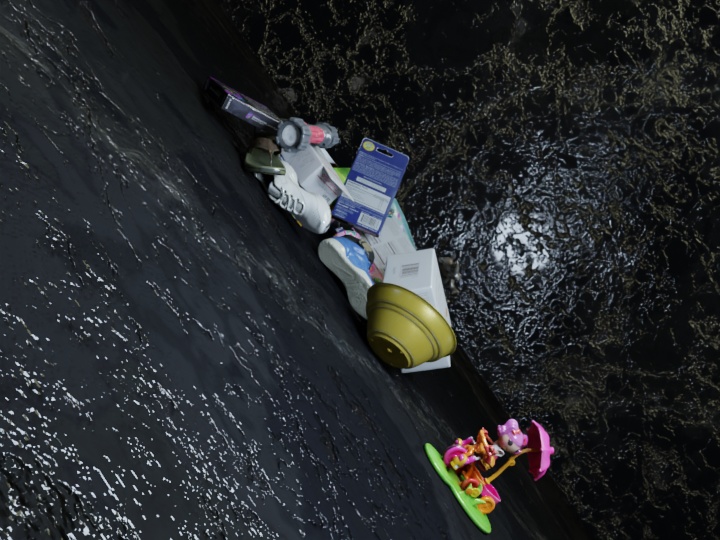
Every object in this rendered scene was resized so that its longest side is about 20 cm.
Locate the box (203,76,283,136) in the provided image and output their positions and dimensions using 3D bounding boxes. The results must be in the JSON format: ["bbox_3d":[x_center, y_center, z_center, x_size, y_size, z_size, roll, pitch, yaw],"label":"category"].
[{"bbox_3d":[-0.236,-0.332,1.568,0.142,0.036,0.200,24,11,-29],"label":"box"}]

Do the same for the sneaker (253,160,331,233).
[{"bbox_3d":[-0.138,-0.140,1.509,0.200,0.075,0.087,43,25,23],"label":"sneaker"}]

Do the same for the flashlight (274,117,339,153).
[{"bbox_3d":[-0.099,-0.268,1.536,0.200,0.067,0.069,-19,90,-67],"label":"flashlight"}]

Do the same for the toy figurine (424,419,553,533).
[{"bbox_3d":[0.235,0.318,1.319,0.201,0.183,0.150,50,7,-23],"label":"toy figurine"}]

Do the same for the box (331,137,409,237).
[{"bbox_3d":[0.023,-0.189,1.749,0.120,0.202,0.032,23,-13,0],"label":"box"}]

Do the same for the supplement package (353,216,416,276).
[{"bbox_3d":[0.071,0.006,1.812,0.157,0.110,0.201,92,-26,-50],"label":"supplement package"}]

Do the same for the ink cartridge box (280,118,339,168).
[{"bbox_3d":[-0.126,-0.279,1.882,0.201,0.047,0.160,53,-13,-26],"label":"ink cartridge box"}]

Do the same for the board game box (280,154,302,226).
[{"bbox_3d":[-0.157,-0.194,1.685,0.166,0.056,0.200,51,7,-12],"label":"board game box"}]

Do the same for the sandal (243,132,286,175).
[{"bbox_3d":[-0.187,-0.236,1.495,0.202,0.079,0.058,-108,-155,-57],"label":"sandal"}]

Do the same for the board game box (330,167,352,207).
[{"bbox_3d":[-0.035,-0.196,1.810,0.199,0.030,0.097,-5,68,-47],"label":"board game box"}]

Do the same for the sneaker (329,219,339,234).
[{"bbox_3d":[-0.093,-0.160,1.943,0.201,0.081,0.071,84,3,-55],"label":"sneaker"}]

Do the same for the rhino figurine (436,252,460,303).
[{"bbox_3d":[0.186,0.017,1.755,0.200,0.059,0.089,119,-42,-66],"label":"rhino figurine"}]

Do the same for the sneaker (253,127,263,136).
[{"bbox_3d":[-0.200,-0.286,1.842,0.091,0.076,0.201,47,-9,49],"label":"sneaker"}]

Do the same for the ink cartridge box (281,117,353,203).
[{"bbox_3d":[-0.103,-0.218,1.647,0.201,0.066,0.116,58,10,32],"label":"ink cartridge box"}]

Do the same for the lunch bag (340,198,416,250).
[{"bbox_3d":[0.053,-0.073,2.022,0.169,0.122,0.202,0,-56,55],"label":"lunch bag"}]

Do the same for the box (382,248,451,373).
[{"bbox_3d":[0.119,0.084,1.596,0.153,0.105,0.202,-78,156,-59],"label":"box"}]

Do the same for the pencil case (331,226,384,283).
[{"bbox_3d":[0.000,0.000,1.697,0.201,0.087,0.087,59,8,28],"label":"pencil case"}]

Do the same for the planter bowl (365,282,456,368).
[{"bbox_3d":[0.073,0.123,1.435,0.199,0.084,0.201,29,-30,19],"label":"planter bowl"}]

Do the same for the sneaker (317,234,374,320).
[{"bbox_3d":[0.006,0.008,1.591,0.200,0.077,0.111,50,37,14],"label":"sneaker"}]

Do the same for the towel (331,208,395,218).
[{"bbox_3d":[-0.024,-0.139,1.823,0.147,0.197,0.022,-125,-145,-81],"label":"towel"}]
